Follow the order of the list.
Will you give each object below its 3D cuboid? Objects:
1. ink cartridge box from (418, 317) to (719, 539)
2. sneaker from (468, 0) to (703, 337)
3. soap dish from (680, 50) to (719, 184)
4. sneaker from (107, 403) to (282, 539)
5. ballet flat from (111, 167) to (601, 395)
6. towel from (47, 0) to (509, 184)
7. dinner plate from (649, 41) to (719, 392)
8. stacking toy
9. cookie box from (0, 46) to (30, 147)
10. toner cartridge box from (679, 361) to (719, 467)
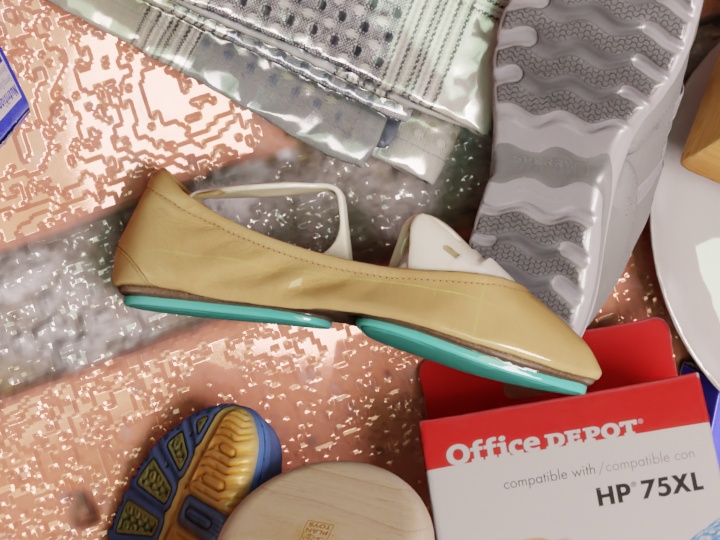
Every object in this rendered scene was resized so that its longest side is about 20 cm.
[{"bbox_3d":[0.089,0.114,0.774,0.115,0.067,0.201,-11,72,3],"label":"ink cartridge box"},{"bbox_3d":[0.092,-0.063,0.795,0.074,0.082,0.201,24,107,18],"label":"sneaker"},{"bbox_3d":[0.238,-0.107,0.786,0.156,0.081,0.201,22,81,-1],"label":"soap dish"},{"bbox_3d":[-0.062,0.153,0.809,0.088,0.075,0.201,13,99,-34],"label":"sneaker"},{"bbox_3d":[0.000,0.000,0.760,0.198,0.069,0.064,11,84,8],"label":"ballet flat"},{"bbox_3d":[-0.006,-0.153,0.772,0.192,0.035,0.201,24,95,-18],"label":"towel"},{"bbox_3d":[0.219,-0.022,0.839,0.199,0.024,0.202,1,87,-15],"label":"dinner plate"},{"bbox_3d":[0.001,0.172,0.786,0.085,0.086,0.201,-22,131,-10],"label":"stacking toy"},{"bbox_3d":[-0.236,-0.104,0.674,0.170,0.075,0.201,-21,106,12],"label":"cookie box"},{"bbox_3d":[0.174,0.147,0.874,0.094,0.043,0.202,8,99,-17],"label":"toner cartridge box"}]
